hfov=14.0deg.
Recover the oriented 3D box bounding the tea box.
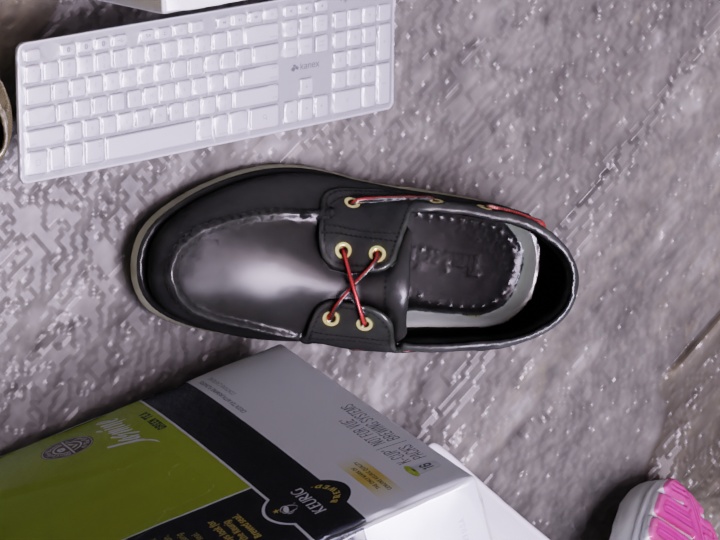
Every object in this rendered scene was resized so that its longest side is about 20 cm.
[{"bbox_3d":[-0.065,0.143,1.146,0.196,0.200,0.134,-20,110,-17],"label":"tea box"}]

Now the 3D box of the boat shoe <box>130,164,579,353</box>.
[{"bbox_3d":[0.000,-0.003,1.249,0.200,0.063,0.074,2,102,-30],"label":"boat shoe"}]

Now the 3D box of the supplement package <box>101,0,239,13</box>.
[{"bbox_3d":[-0.043,-0.215,1.150,0.155,0.111,0.201,-13,107,-28],"label":"supplement package"}]

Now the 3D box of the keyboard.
[{"bbox_3d":[-0.060,-0.079,1.204,0.199,0.011,0.057,-14,106,-40],"label":"keyboard"}]

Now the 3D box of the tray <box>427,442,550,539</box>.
[{"bbox_3d":[0.005,0.183,1.312,0.107,0.022,0.200,41,78,-30],"label":"tray"}]

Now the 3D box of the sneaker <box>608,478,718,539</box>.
[{"bbox_3d":[0.107,0.185,1.341,0.081,0.088,0.201,45,53,-38],"label":"sneaker"}]

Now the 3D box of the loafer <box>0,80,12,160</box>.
[{"bbox_3d":[-0.203,-0.098,1.102,0.200,0.067,0.076,33,82,-32],"label":"loafer"}]
